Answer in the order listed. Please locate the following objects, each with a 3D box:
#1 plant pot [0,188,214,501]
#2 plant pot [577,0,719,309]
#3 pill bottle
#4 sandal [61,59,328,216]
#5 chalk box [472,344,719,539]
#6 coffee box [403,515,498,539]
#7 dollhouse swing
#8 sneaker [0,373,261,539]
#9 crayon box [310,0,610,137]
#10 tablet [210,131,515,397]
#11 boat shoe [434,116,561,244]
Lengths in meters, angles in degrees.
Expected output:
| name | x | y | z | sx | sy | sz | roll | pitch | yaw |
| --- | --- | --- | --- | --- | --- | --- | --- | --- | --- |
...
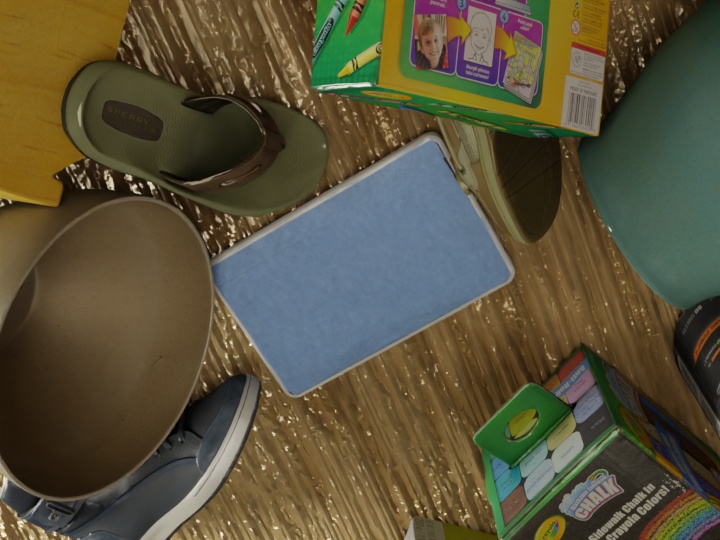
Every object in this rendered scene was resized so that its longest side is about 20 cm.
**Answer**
| name | x | y | z | sx | sy | sz | roll | pitch | yaw |
| --- | --- | --- | --- | --- | --- | --- | --- | --- | --- |
| plant pot | -0.211 | 0.032 | 0.772 | 0.133 | 0.200 | 0.203 | 19 | 116 | 30 |
| plant pot | 0.247 | -0.078 | 0.729 | 0.187 | 0.201 | 0.200 | -33 | 111 | 27 |
| pill bottle | 0.290 | 0.088 | 0.785 | 0.105 | 0.200 | 0.108 | -1 | 113 | -2 |
| sandal | -0.093 | -0.079 | 0.733 | 0.199 | 0.057 | 0.081 | 8 | 89 | -46 |
| chalk box | 0.172 | 0.153 | 0.852 | 0.199 | 0.124 | 0.125 | 39 | 107 | -15 |
| coffee box | 0.109 | 0.344 | 0.886 | 0.195 | 0.200 | 0.202 | 15 | 111 | -9 |
| dollhouse swing | -0.270 | -0.158 | 0.715 | 0.180 | 0.175 | 0.203 | 18 | 81 | -41 |
| sneaker | -0.178 | 0.128 | 0.855 | 0.146 | 0.077 | 0.203 | 35 | 108 | -18 |
| crayon box | 0.067 | -0.151 | 0.683 | 0.198 | 0.058 | 0.121 | 5 | 90 | -42 |
| tablet | 0.000 | 0.000 | 0.842 | 0.198 | 0.014 | 0.131 | -29 | 111 | 11 |
| boat shoe | 0.076 | -0.110 | 0.778 | 0.073 | 0.063 | 0.202 | -45 | 119 | -31 |
